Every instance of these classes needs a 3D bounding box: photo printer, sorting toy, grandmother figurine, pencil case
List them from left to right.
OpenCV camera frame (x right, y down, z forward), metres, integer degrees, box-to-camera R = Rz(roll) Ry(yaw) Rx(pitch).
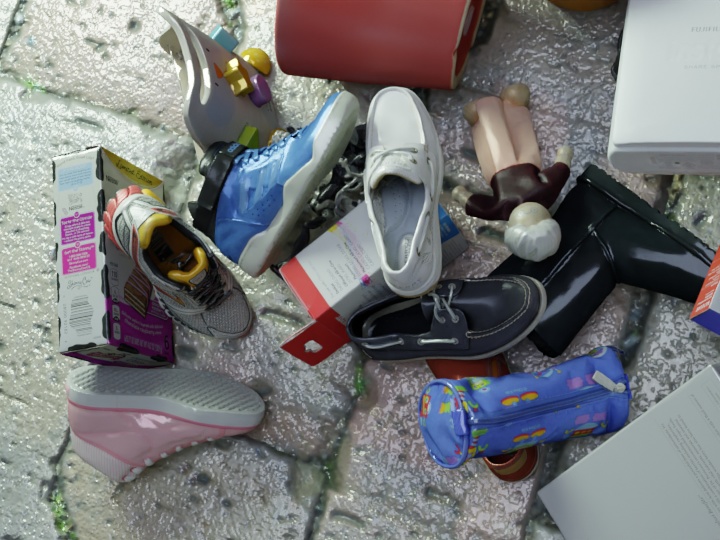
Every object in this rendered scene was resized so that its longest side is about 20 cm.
[{"bbox_3d":[-0.154,-0.180,1.267,0.106,0.180,0.202,-19,74,10],"label":"sorting toy"},{"bbox_3d":[0.144,-0.087,1.192,0.120,0.061,0.202,-27,46,16],"label":"grandmother figurine"},{"bbox_3d":[0.151,0.120,1.118,0.198,0.087,0.079,-9,80,-25],"label":"pencil case"},{"bbox_3d":[0.309,-0.185,1.105,0.164,0.069,0.202,3,70,24],"label":"photo printer"}]

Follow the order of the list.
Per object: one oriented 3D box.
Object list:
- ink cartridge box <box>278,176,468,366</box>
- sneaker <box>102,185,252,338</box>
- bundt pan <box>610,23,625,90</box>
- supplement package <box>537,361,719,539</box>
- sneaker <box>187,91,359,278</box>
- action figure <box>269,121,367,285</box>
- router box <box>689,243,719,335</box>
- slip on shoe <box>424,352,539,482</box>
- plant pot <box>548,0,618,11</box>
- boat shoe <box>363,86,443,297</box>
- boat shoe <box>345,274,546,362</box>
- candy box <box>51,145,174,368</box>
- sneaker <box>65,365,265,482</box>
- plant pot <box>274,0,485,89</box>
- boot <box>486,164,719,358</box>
[{"bbox_3d":[0.000,0.000,1.217,0.199,0.116,0.068,-38,69,3],"label":"ink cartridge box"},{"bbox_3d":[-0.170,0.006,1.229,0.078,0.200,0.082,-49,40,-8],"label":"sneaker"},{"bbox_3d":[0.336,-0.205,1.195,0.199,0.076,0.205,-3,77,14],"label":"bundt pan"},{"bbox_3d":[0.274,0.177,1.066,0.200,0.119,0.122,-42,69,29],"label":"supplement package"},{"bbox_3d":[-0.090,-0.102,1.182,0.111,0.077,0.201,36,114,6],"label":"sneaker"},{"bbox_3d":[-0.036,-0.085,1.256,0.119,0.102,0.201,39,92,17],"label":"action figure"},{"bbox_3d":[0.411,0.005,1.094,0.198,0.049,0.181,28,75,1],"label":"router box"},{"bbox_3d":[0.107,0.105,1.195,0.074,0.061,0.202,-29,71,9],"label":"slip on shoe"},{"bbox_3d":[0.208,-0.342,1.203,0.197,0.183,0.203,-3,77,14],"label":"plant pot"},{"bbox_3d":[0.037,-0.081,1.128,0.070,0.069,0.203,-12,70,14],"label":"boat shoe"},{"bbox_3d":[0.074,0.044,1.162,0.198,0.062,0.074,-15,67,33],"label":"boat shoe"},{"bbox_3d":[-0.248,-0.009,1.275,0.060,0.136,0.203,-11,75,17],"label":"candy box"},{"bbox_3d":[-0.197,0.159,1.266,0.197,0.076,0.106,6,114,-4],"label":"sneaker"},{"bbox_3d":[0.028,-0.270,1.245,0.175,0.200,0.203,17,82,8],"label":"plant pot"},{"bbox_3d":[0.231,0.019,1.171,0.200,0.076,0.169,40,88,24],"label":"boot"}]
